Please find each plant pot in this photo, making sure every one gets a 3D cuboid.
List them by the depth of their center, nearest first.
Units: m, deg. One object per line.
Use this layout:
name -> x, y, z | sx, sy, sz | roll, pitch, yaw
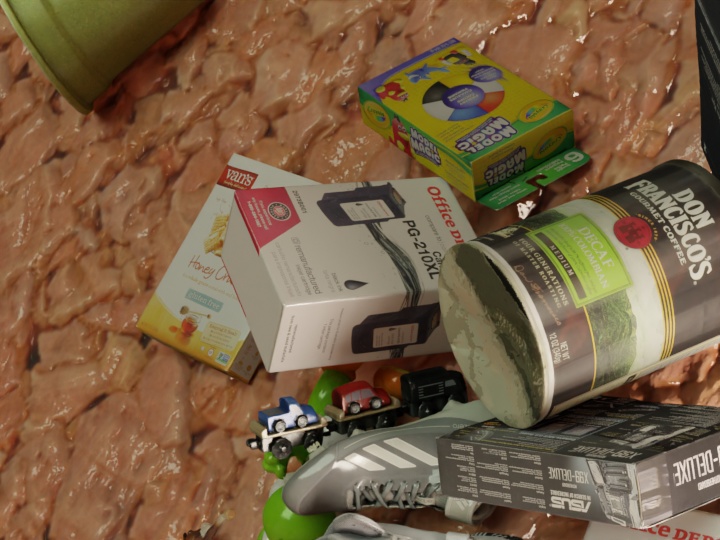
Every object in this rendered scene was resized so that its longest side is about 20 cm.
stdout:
plant pot -> -0.271, -0.300, 1.969 | 0.184, 0.201, 0.201 | -32, 49, 4

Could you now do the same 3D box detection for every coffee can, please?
coffee can -> 0.180, 0.017, 1.390 | 0.199, 0.147, 0.146 | -21, 42, -22

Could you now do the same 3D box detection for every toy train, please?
toy train -> -0.002, 0.114, 1.520 | 0.034, 0.199, 0.046 | -156, 57, -63

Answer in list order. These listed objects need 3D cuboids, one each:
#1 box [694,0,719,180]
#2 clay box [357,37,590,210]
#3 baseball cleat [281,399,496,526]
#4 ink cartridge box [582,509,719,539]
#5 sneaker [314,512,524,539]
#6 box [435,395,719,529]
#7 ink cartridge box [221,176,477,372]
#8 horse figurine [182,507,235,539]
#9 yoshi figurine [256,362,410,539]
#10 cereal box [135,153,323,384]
box -> 0.326, -0.091, 1.361 | 0.104, 0.182, 0.201 | -15, 54, 1
clay box -> 0.101, -0.131, 1.631 | 0.115, 0.048, 0.200 | -29, 41, -22
baseball cleat -> 0.040, 0.168, 1.483 | 0.199, 0.070, 0.107 | -22, 53, -11
ink cartridge box -> 0.216, 0.272, 1.321 | 0.145, 0.084, 0.201 | 8, 71, 41
sneaker -> 0.046, 0.236, 1.447 | 0.199, 0.115, 0.076 | -2, 76, 38
box -> 0.180, 0.136, 1.358 | 0.199, 0.157, 0.050 | 2, 102, 48
ink cartridge box -> 0.000, 0.000, 1.562 | 0.085, 0.199, 0.145 | 105, 150, -41
horse figurine -> -0.122, 0.298, 1.578 | 0.132, 0.050, 0.201 | -41, 51, 47
yoshi figurine -> -0.026, 0.164, 1.559 | 0.112, 0.112, 0.201 | 21, 82, 36
cereal box -> -0.115, -0.005, 1.766 | 0.144, 0.039, 0.201 | 20, 79, 43
